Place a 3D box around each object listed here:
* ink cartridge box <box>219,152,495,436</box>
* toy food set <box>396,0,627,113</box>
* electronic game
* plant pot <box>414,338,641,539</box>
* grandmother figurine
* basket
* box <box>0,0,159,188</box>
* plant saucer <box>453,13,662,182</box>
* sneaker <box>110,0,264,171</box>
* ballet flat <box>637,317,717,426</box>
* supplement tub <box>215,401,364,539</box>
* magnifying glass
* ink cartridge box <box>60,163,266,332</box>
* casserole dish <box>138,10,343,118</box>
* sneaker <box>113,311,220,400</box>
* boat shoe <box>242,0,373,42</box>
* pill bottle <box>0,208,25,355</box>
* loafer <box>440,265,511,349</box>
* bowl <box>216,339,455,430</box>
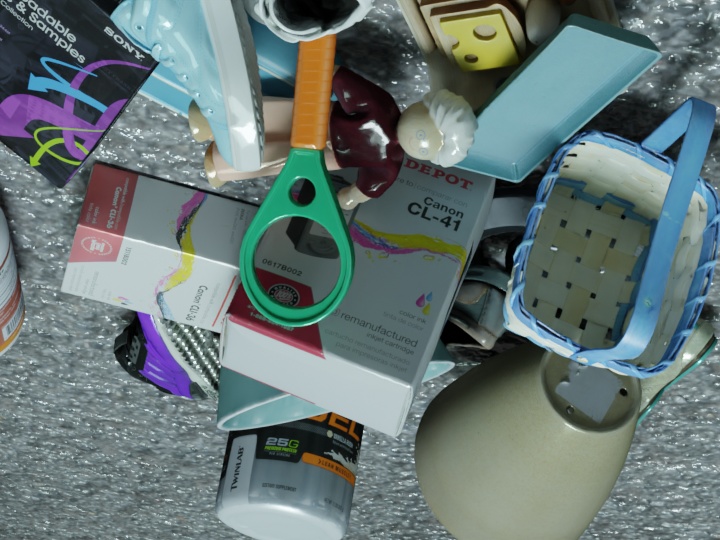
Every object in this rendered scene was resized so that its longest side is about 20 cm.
[{"bbox_3d":[0.000,0.000,1.121,0.147,0.201,0.086,20,150,6],"label":"ink cartridge box"},{"bbox_3d":[0.083,-0.173,0.980,0.143,0.061,0.200,-5,145,21],"label":"toy food set"},{"bbox_3d":[0.159,-0.006,1.246,0.199,0.042,0.200,14,151,8],"label":"electronic game"},{"bbox_3d":[0.166,0.138,1.330,0.186,0.188,0.200,15,150,-10],"label":"plant pot"},{"bbox_3d":[-0.014,-0.092,1.057,0.199,0.061,0.122,-3,137,19],"label":"grandmother figurine"},{"bbox_3d":[0.183,-0.017,1.050,0.138,0.177,0.200,21,169,-2],"label":"basket"},{"bbox_3d":[-0.226,-0.155,1.065,0.143,0.036,0.200,39,140,-8],"label":"box"},{"bbox_3d":[0.123,-0.115,1.027,0.070,0.019,0.200,13,155,-18],"label":"plant saucer"},{"bbox_3d":[-0.116,-0.156,0.977,0.081,0.074,0.201,-12,107,6],"label":"sneaker"},{"bbox_3d":[0.259,0.090,1.377,0.062,0.067,0.200,37,144,6],"label":"ballet flat"},{"bbox_3d":[-0.057,0.139,1.373,0.122,0.201,0.123,7,155,3],"label":"supplement tub"},{"bbox_3d":[-0.038,-0.062,1.024,0.079,0.201,0.022,7,-172,11],"label":"magnifying glass"},{"bbox_3d":[-0.146,-0.010,1.289,0.199,0.068,0.117,14,147,-10],"label":"ink cartridge box"},{"bbox_3d":[-0.106,-0.147,1.090,0.199,0.039,0.121,25,145,-26],"label":"casserole dish"},{"bbox_3d":[-0.193,0.067,1.422,0.099,0.070,0.200,1,147,16],"label":"sneaker"},{"bbox_3d":[-0.038,-0.178,0.944,0.073,0.066,0.200,38,162,-16],"label":"boat shoe"},{"bbox_3d":[-0.355,-0.007,1.302,0.112,0.113,0.200,8,148,0],"label":"pill bottle"},{"bbox_3d":[0.064,0.039,1.275,0.072,0.063,0.200,33,160,-19],"label":"loafer"},{"bbox_3d":[-0.032,0.054,1.230,0.200,0.106,0.201,-15,168,-3],"label":"bowl"}]
